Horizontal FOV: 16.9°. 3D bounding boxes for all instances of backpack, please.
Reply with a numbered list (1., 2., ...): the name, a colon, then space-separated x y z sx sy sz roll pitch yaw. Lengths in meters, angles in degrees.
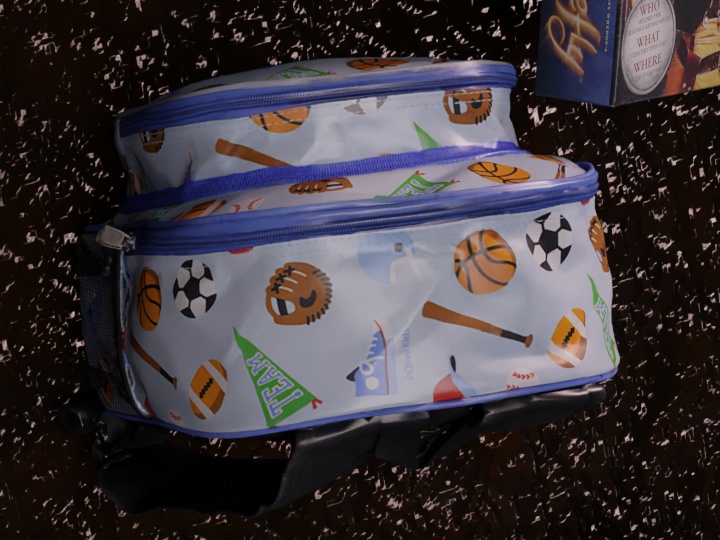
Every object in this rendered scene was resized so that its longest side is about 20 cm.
1. backpack: 0.000 0.000 0.844 0.200 0.190 0.154 -14 102 -17

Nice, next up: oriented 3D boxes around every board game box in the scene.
1. board game box: 0.136 -0.139 0.896 0.200 0.035 0.136 -16 113 -52
